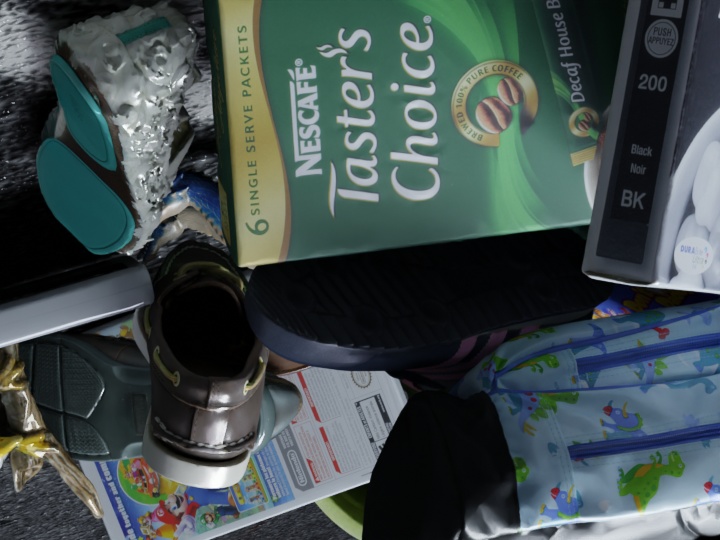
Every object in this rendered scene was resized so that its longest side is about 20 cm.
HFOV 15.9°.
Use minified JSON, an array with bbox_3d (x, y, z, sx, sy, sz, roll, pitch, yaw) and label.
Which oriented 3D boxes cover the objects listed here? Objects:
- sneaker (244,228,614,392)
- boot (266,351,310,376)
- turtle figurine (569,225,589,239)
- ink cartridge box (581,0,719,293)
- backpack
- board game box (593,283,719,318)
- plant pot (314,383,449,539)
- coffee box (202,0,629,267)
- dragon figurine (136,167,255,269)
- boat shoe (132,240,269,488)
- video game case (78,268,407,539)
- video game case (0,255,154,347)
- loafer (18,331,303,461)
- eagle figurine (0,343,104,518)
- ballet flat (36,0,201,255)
[{"bbox_3d":[0.023,0.029,1.139,0.200,0.070,0.082,-3,141,-39],"label":"sneaker"},{"bbox_3d":[0.000,0.000,1.395,0.186,0.064,0.200,-36,179,4],"label":"boot"},{"bbox_3d":[0.083,-0.075,1.190,0.149,0.101,0.200,-19,146,-15],"label":"turtle figurine"},{"bbox_3d":[0.167,-0.087,1.068,0.043,0.201,0.198,10,-178,34],"label":"ink cartridge box"},{"bbox_3d":[0.109,0.086,1.130,0.199,0.154,0.163,2,153,-12],"label":"backpack"},{"bbox_3d":[0.177,-0.064,1.229,0.200,0.045,0.134,-60,-178,-22],"label":"board game box"},{"bbox_3d":[0.037,0.080,1.659,0.199,0.201,0.190,-16,180,-8],"label":"plant pot"},{"bbox_3d":[0.038,-0.073,1.067,0.199,0.123,0.044,-6,-158,-10],"label":"coffee box"},{"bbox_3d":[-0.021,-0.044,1.271,0.200,0.100,0.059,-31,176,-1],"label":"dragon figurine"},{"bbox_3d":[-0.078,0.032,1.307,0.072,0.200,0.060,11,117,-7],"label":"boat shoe"},{"bbox_3d":[-0.077,0.080,1.543,0.199,0.144,0.018,-21,-175,11],"label":"video game case"},{"bbox_3d":[-0.206,0.031,1.320,0.199,0.023,0.182,-16,-176,-7],"label":"video game case"},{"bbox_3d":[-0.127,0.074,1.491,0.199,0.072,0.063,8,-169,28],"label":"loafer"},{"bbox_3d":[-0.241,0.116,1.402,0.200,0.152,0.151,-43,166,-42],"label":"eagle figurine"},{"bbox_3d":[-0.098,-0.061,1.120,0.072,0.072,0.200,-15,167,-13],"label":"ballet flat"}]
